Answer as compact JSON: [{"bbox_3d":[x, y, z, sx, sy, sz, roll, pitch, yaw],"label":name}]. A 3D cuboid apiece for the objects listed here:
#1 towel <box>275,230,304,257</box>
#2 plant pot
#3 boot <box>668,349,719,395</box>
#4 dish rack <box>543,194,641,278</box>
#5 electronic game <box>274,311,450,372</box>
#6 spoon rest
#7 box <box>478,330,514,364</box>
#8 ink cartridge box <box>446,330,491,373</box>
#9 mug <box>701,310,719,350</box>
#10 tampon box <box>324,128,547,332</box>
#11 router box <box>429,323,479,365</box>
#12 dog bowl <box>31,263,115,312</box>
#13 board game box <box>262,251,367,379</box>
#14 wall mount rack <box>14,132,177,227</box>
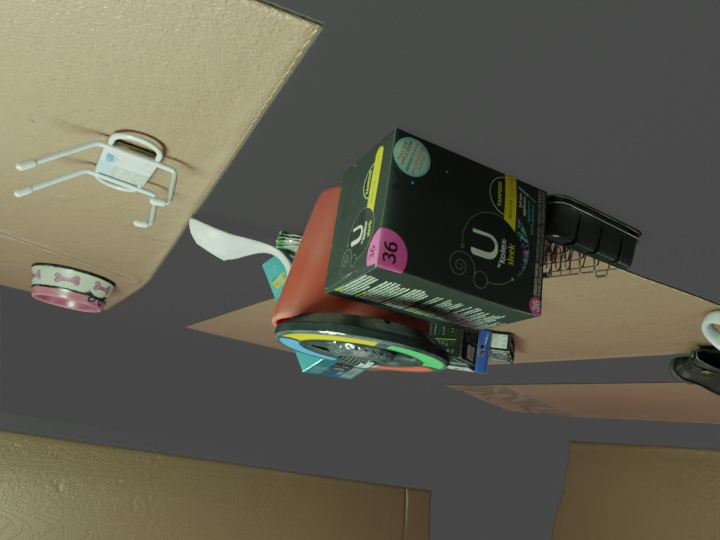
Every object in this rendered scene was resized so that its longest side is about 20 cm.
[{"bbox_3d":[-0.016,-0.029,1.038,0.198,0.031,0.149,1,165,21],"label":"towel"},{"bbox_3d":[0.000,0.000,0.838,0.198,0.179,0.201,9,165,2],"label":"plant pot"},{"bbox_3d":[0.735,0.204,1.319,0.198,0.070,0.174,10,165,6],"label":"boot"},{"bbox_3d":[0.228,-0.030,0.835,0.152,0.055,0.199,20,163,-27],"label":"dish rack"},{"bbox_3d":[0.002,0.087,0.737,0.198,0.042,0.200,9,164,3],"label":"electronic game"},{"bbox_3d":[-0.181,-0.030,1.028,0.199,0.061,0.099,32,173,8],"label":"spoon rest"},{"bbox_3d":[0.258,0.176,1.544,0.198,0.050,0.161,4,162,19],"label":"box"},{"bbox_3d":[0.185,0.162,1.443,0.198,0.100,0.039,6,163,8],"label":"ink cartridge box"},{"bbox_3d":[0.632,0.130,1.025,0.200,0.148,0.175,36,173,36],"label":"mug"},{"bbox_3d":[0.083,-0.033,0.714,0.198,0.151,0.126,16,160,-23],"label":"tampon box"},{"bbox_3d":[0.099,0.073,1.084,0.199,0.151,0.062,-1,161,35],"label":"router box"},{"bbox_3d":[-0.719,0.048,1.630,0.198,0.074,0.200,9,165,2],"label":"dog bowl"},{"bbox_3d":[-0.073,0.078,1.104,0.047,0.201,0.151,-33,154,18],"label":"board game box"},{"bbox_3d":[-0.329,-0.115,0.822,0.173,0.075,0.200,17,162,-25],"label":"wall mount rack"}]
